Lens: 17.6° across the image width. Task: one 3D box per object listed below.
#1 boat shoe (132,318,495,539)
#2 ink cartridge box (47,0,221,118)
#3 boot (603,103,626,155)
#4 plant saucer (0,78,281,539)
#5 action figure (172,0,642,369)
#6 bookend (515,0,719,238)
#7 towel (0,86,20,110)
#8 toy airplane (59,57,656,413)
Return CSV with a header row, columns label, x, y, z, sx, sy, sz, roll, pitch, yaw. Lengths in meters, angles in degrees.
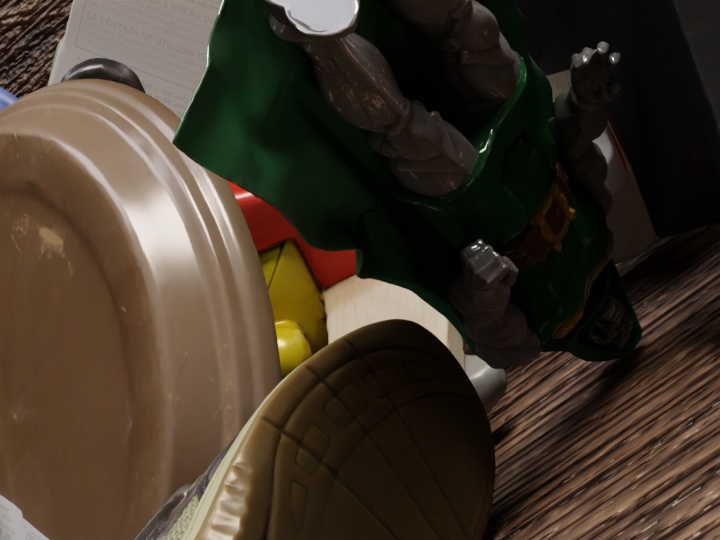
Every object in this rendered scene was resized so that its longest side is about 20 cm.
label,x,y,z,sx,sy,sz,roll,pitch,yaw
boat shoe,-0.031,0.080,0.554,0.065,0.073,0.200,-27,13,38
ink cartridge box,-0.048,-0.070,0.914,0.048,0.145,0.201,-54,-16,-68
boot,0.058,-0.026,0.867,0.076,0.074,0.200,-58,7,-22
plant saucer,-0.092,0.044,0.673,0.029,0.201,0.200,1,-23,-40
action figure,0.031,-0.029,0.596,0.055,0.200,0.118,19,72,33
bookend,0.097,-0.094,0.643,0.092,0.201,0.199,-16,-17,-5
towel,-0.139,0.043,0.889,0.201,0.147,0.024,-62,-27,1
toy airplane,0.000,0.000,0.759,0.199,0.142,0.200,17,34,38
